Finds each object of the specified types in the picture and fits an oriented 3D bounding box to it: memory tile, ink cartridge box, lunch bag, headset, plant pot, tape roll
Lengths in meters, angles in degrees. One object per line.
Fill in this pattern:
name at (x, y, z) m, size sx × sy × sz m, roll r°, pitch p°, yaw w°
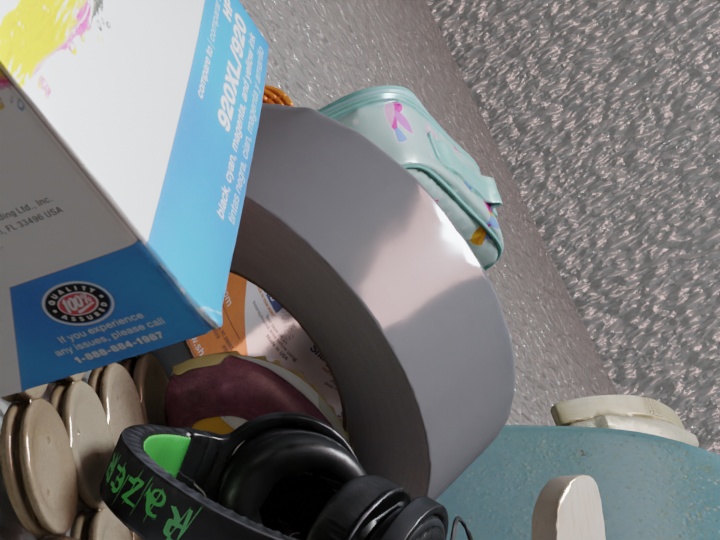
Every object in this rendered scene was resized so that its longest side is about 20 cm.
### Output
memory tile at (-0.106, 0.066, 0.792) m, size 0.200 × 0.017 × 0.154 m, roll -22°, pitch 101°, yaw -80°
ink cartridge box at (-0.145, -0.076, 0.624) m, size 0.200 × 0.147 × 0.145 m, roll 55°, pitch 30°, yaw -37°
lunch bag at (0.001, -0.035, 1.264) m, size 0.077 × 0.160 × 0.200 m, roll 66°, pitch 12°, yaw 24°
headset at (-0.015, 0.117, 0.786) m, size 0.199 × 0.094 × 0.123 m, roll 16°, pitch 9°, yaw -39°
plant pot at (0.132, 0.197, 0.977) m, size 0.196 × 0.199 × 0.197 m, roll -83°, pitch 163°, yaw -55°
tape roll at (-0.026, 0.024, 0.915) m, size 0.200 × 0.066 × 0.201 m, roll 31°, pitch -38°, yaw 28°

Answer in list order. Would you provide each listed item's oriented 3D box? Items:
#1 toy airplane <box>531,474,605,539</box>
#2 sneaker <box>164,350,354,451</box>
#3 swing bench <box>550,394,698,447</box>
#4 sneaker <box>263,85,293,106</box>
toy airplane at (0.093, 0.206, 0.734) m, size 0.200 × 0.140 × 0.201 m, roll -74°, pitch 152°, yaw -48°
sneaker at (-0.034, 0.128, 0.867) m, size 0.090 × 0.075 × 0.201 m, roll -76°, pitch 147°, yaw -52°
swing bench at (0.134, 0.199, 1.186) m, size 0.130 × 0.199 × 0.200 m, roll 46°, pitch 18°, yaw -54°
sneaker at (-0.047, -0.011, 1.100) m, size 0.092 × 0.075 × 0.201 m, roll 91°, pitch -12°, yaw -45°
